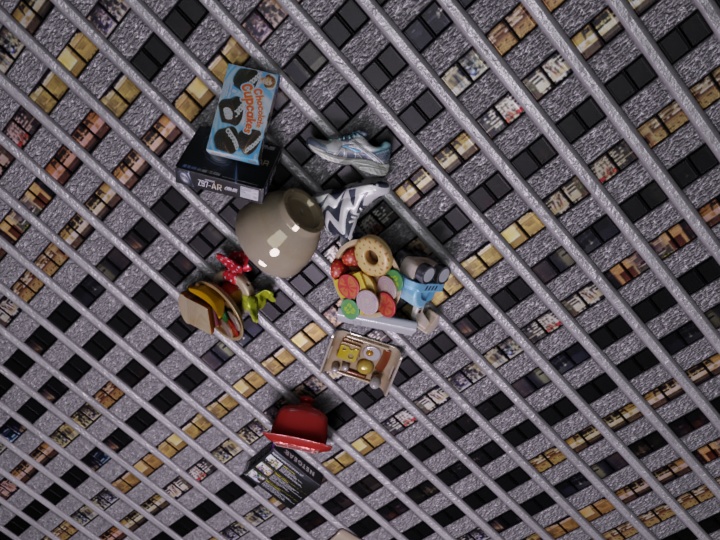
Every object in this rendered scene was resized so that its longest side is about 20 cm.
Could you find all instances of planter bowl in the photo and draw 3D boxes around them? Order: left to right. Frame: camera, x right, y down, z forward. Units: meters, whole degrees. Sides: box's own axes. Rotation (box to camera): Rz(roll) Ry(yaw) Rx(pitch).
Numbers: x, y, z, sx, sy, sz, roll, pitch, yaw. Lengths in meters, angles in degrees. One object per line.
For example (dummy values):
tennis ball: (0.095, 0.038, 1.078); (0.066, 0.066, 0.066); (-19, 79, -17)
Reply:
planter bowl: (-0.168, -0.104, 1.429); (0.200, 0.201, 0.134); (43, 126, -15)

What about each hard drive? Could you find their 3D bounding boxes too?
hard drive: (0.040, 0.130, 1.586); (0.198, 0.132, 0.027); (10, 79, 1)

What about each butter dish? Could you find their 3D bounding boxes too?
butter dish: (-0.165, 0.427, 1.754); (0.197, 0.149, 0.200); (12, 160, 0)

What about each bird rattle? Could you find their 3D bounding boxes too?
bird rattle: (-0.322, 0.047, 1.600); (0.162, 0.113, 0.201); (-25, 110, 36)

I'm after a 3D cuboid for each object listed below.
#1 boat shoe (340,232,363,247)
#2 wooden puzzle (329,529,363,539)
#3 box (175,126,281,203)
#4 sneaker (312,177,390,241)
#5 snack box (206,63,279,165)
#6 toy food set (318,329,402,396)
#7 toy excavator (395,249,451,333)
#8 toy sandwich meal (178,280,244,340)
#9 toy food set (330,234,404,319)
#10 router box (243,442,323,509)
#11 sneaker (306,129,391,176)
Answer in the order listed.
boat shoe: (0.000, 0.000, 1.554); (0.067, 0.072, 0.202); (-6, 109, 11)
wooden puzzle: (-0.048, 0.963, 2.061); (0.184, 0.046, 0.200); (34, 116, -10)
box: (-0.293, -0.239, 1.402); (0.198, 0.161, 0.044); (15, 137, 0)
sneaker: (-0.011, -0.137, 1.468); (0.197, 0.080, 0.131); (-14, 108, 14)
snack box: (-0.255, -0.342, 1.364); (0.115, 0.037, 0.202); (12, 82, -1)
toy food set: (-0.001, 0.254, 1.685); (0.198, 0.061, 0.145); (18, 118, -3)
toy excavator: (0.145, 0.061, 1.532); (0.100, 0.193, 0.202); (34, 111, 38)
toy sandwich meal: (-0.387, 0.112, 1.611); (0.204, 0.070, 0.207); (29, 139, 28)
toy food set: (0.013, 0.023, 1.468); (0.199, 0.049, 0.200); (-19, 96, 35)
router box: (-0.235, 0.626, 1.906); (0.200, 0.051, 0.149); (43, 112, -15)
sneaker: (-0.024, -0.283, 1.417); (0.198, 0.078, 0.087); (14, 106, -9)
